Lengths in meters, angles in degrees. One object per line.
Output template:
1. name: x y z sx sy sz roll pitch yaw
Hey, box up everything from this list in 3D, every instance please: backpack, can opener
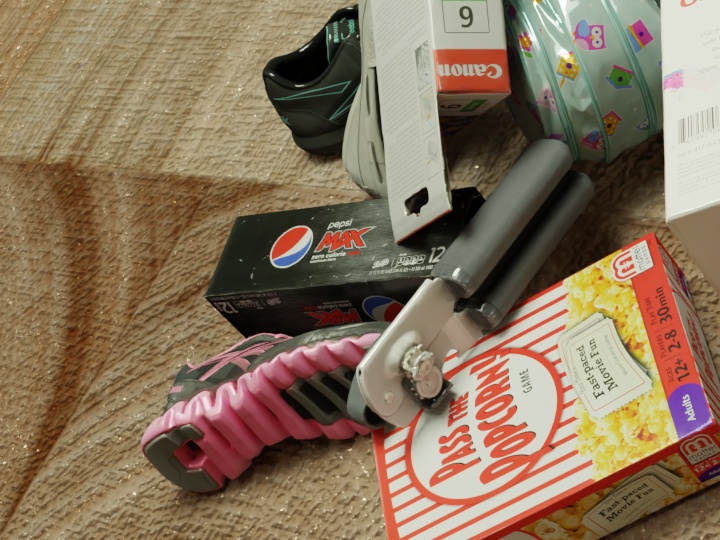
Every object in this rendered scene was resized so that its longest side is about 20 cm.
1. backpack: 0.133 -0.158 1.244 0.126 0.167 0.201 -27 55 5
2. can opener: 0.059 0.006 1.160 0.200 0.053 0.066 -50 33 -16

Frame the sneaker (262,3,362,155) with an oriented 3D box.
1. sneaker: 0.024 -0.150 1.387 0.199 0.079 0.076 -28 39 16

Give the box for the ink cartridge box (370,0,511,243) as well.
1. ink cartridge box: 0.048 -0.125 1.197 0.109 0.050 0.202 150 116 -71

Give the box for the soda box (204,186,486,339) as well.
1. soda box: 0.000 0.000 1.281 0.199 0.063 0.071 -5 51 37

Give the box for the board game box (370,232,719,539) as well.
1. board game box: 0.103 0.087 1.123 0.199 0.046 0.152 -30 39 17

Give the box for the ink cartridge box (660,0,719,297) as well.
1. ink cartridge box: 0.247 -0.084 1.091 0.128 0.125 0.201 -18 44 28

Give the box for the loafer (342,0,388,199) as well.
1. loafer: 0.033 -0.140 1.309 0.069 0.201 0.070 -6 27 -26

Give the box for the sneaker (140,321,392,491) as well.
1. sneaker: -0.049 0.065 1.265 0.199 0.079 0.096 -21 32 24
